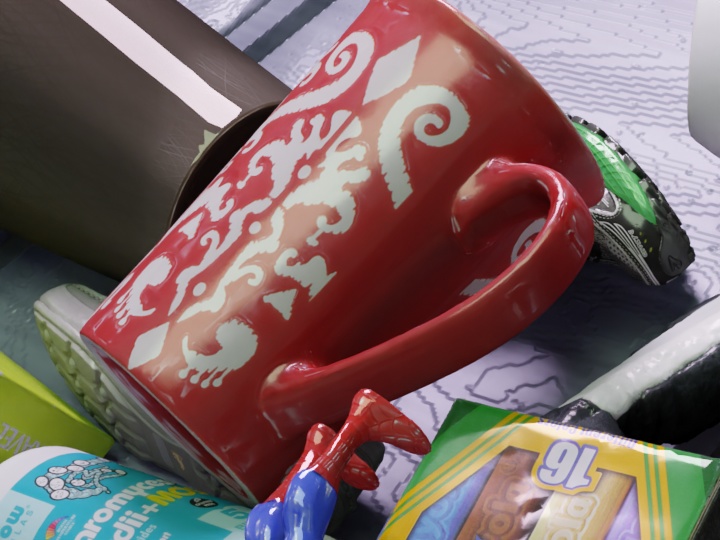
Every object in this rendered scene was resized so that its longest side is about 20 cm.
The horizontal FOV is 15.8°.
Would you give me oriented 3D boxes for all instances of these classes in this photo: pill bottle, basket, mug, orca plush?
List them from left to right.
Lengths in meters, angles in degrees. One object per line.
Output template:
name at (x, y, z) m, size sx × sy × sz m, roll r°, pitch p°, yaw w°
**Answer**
pill bottle at (-0.102, 0.139, 1.089) m, size 0.200 × 0.111 × 0.111 m, roll 14°, pitch 56°, yaw 33°
basket at (-0.117, -0.069, 1.253) m, size 0.136 × 0.181 × 0.200 m, roll -26°, pitch 43°, yaw -37°
mug at (-0.008, -0.008, 1.072) m, size 0.200 × 0.133 × 0.178 m, roll -45°, pitch 7°, yaw -9°
orca plush at (0.162, 0.050, 1.085) m, size 0.105 × 0.071 × 0.200 m, roll -27°, pitch 2°, yaw 41°

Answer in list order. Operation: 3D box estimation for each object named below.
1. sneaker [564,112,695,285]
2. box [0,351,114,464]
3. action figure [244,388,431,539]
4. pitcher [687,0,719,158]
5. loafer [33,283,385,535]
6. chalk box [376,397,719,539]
sneaker at (0.072, -0.025, 1.206) m, size 0.200 × 0.078 × 0.085 m, roll 19°, pitch 65°, yaw 46°
box at (-0.209, 0.033, 1.161) m, size 0.122 × 0.200 × 0.048 m, roll 34°, pitch 86°, yaw 35°
action figure at (-0.024, 0.145, 0.906) m, size 0.099 × 0.065 × 0.200 m, roll 43°, pitch 54°, yaw -3°
pitcher at (0.244, -0.070, 1.139) m, size 0.199 × 0.121 × 0.172 m, roll 7°, pitch 51°, yaw 14°
loafer at (-0.072, 0.058, 1.188) m, size 0.070 × 0.070 × 0.200 m, roll -40°, pitch 54°, yaw -23°
chalk box at (0.060, 0.171, 0.982) m, size 0.124 × 0.125 × 0.200 m, roll 13°, pitch 54°, yaw 31°
